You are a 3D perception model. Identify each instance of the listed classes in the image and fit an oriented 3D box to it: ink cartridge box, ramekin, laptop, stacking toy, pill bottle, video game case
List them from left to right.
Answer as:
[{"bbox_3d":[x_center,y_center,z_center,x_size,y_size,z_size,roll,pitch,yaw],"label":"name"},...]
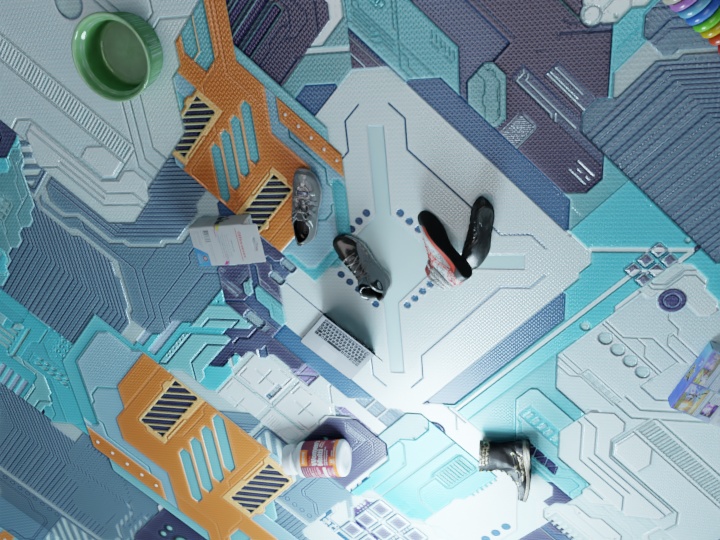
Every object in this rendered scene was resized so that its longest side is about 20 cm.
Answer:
[{"bbox_3d":[-0.567,-0.511,1.582,0.197,0.098,0.202,6,119,11],"label":"ramekin"},{"bbox_3d":[-0.342,-0.081,1.775,0.197,0.068,0.116,-2,117,16],"label":"ink cartridge box"},{"bbox_3d":[-0.136,0.578,2.056,0.197,0.110,0.111,-7,116,18],"label":"pill bottle"},{"bbox_3d":[-0.056,0.219,1.837,0.187,0.116,0.200,38,120,-7],"label":"laptop"},{"bbox_3d":[0.678,-0.488,1.292,0.199,0.086,0.085,38,120,-15],"label":"stacking toy"},{"bbox_3d":[0.904,0.293,1.670,0.179,0.046,0.202,21,121,1],"label":"video game case"}]

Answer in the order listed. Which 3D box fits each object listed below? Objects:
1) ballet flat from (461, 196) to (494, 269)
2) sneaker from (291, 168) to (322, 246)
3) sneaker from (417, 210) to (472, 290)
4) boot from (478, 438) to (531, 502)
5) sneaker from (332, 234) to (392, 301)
[{"bbox_3d":[0.287,-0.086,1.630,0.066,0.057,0.202,5,126,-5],"label":"ballet flat"},{"bbox_3d":[-0.137,-0.154,1.674,0.074,0.082,0.202,4,119,12],"label":"sneaker"},{"bbox_3d":[0.182,-0.043,1.660,0.202,0.067,0.108,53,139,1],"label":"sneaker"},{"bbox_3d":[0.416,0.572,1.931,0.149,0.073,0.202,1,114,13],"label":"boot"},{"bbox_3d":[0.000,0.000,1.703,0.200,0.116,0.075,43,120,-11],"label":"sneaker"}]
